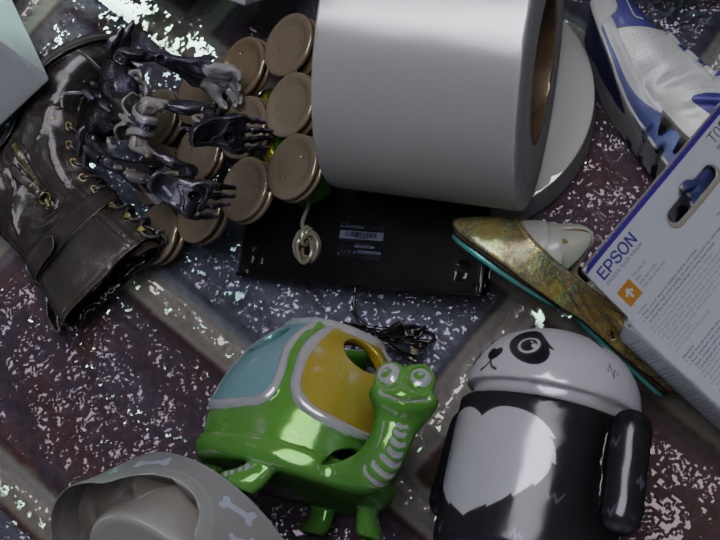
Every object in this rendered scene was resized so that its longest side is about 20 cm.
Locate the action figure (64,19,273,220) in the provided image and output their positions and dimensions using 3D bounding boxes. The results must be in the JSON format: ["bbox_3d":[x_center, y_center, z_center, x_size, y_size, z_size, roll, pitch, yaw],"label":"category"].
[{"bbox_3d":[-0.142,-0.104,1.067,0.200,0.102,0.119,39,107,48],"label":"action figure"}]

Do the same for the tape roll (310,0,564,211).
[{"bbox_3d":[0.059,-0.149,1.013,0.139,0.203,0.203,8,71,14],"label":"tape roll"}]

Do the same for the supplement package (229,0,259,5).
[{"bbox_3d":[-0.126,-0.333,1.143,0.200,0.147,0.192,21,114,17],"label":"supplement package"}]

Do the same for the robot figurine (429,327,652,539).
[{"bbox_3d":[0.116,0.137,0.972,0.150,0.125,0.201,10,73,14],"label":"robot figurine"}]

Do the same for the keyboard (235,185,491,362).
[{"bbox_3d":[0.000,0.000,1.088,0.199,0.021,0.127,5,81,23],"label":"keyboard"}]

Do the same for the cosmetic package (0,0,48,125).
[{"bbox_3d":[-0.331,-0.194,1.169,0.101,0.071,0.200,-40,50,11],"label":"cosmetic package"}]

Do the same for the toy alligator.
[{"bbox_3d":[-0.035,-0.087,1.092,0.059,0.054,0.200,-29,58,35],"label":"toy alligator"}]

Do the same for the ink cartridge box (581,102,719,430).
[{"bbox_3d":[0.270,0.002,0.994,0.200,0.041,0.200,44,73,-3],"label":"ink cartridge box"}]

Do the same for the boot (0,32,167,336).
[{"bbox_3d":[-0.211,-0.068,1.140,0.174,0.069,0.200,40,91,24],"label":"boot"}]

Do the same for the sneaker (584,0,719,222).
[{"bbox_3d":[0.252,-0.124,1.082,0.115,0.081,0.200,-25,74,-4],"label":"sneaker"}]

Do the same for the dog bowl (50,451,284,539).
[{"bbox_3d":[-0.113,0.207,0.959,0.200,0.200,0.059,35,47,20],"label":"dog bowl"}]

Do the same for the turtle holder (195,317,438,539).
[{"bbox_3d":[-0.032,0.099,0.984,0.141,0.186,0.132,18,73,-2],"label":"turtle holder"}]

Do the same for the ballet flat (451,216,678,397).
[{"bbox_3d":[0.158,0.007,1.021,0.200,0.071,0.071,37,78,-2],"label":"ballet flat"}]

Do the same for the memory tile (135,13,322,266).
[{"bbox_3d":[-0.102,-0.097,1.108,0.200,0.017,0.154,-22,62,37],"label":"memory tile"}]

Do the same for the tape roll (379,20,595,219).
[{"bbox_3d":[0.080,-0.126,1.128,0.202,0.037,0.203,-4,69,10],"label":"tape roll"}]
